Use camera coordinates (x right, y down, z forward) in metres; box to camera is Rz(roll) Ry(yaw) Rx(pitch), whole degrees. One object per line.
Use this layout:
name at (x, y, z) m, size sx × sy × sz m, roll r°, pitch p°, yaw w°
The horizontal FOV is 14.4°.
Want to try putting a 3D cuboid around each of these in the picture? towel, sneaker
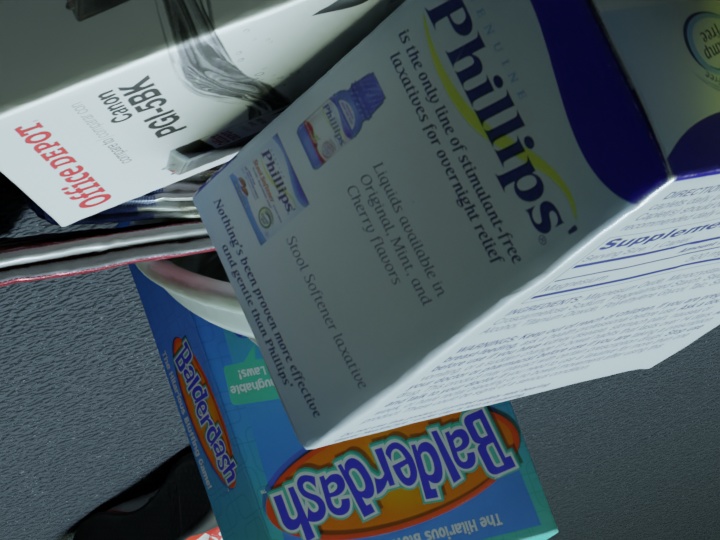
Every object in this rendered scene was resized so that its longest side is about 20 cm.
towel at (-0.160, 0.001, 1.163) m, size 0.144 × 0.023 × 0.200 m, roll -11°, pitch -176°, yaw -33°
sneaker at (-0.107, 0.171, 1.916) m, size 0.108 × 0.067 × 0.201 m, roll -5°, pitch 157°, yaw -39°
towel at (-0.036, -0.038, 1.175) m, size 0.200 × 0.024 × 0.147 m, roll -4°, pitch -177°, yaw -10°

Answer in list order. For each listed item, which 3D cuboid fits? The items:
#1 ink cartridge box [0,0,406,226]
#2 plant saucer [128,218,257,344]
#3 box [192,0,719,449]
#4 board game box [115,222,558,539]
ink cartridge box at (-0.040, -0.098, 0.960) m, size 0.200 × 0.083 × 0.147 m, roll -21°, pitch 166°, yaw 4°
plant saucer at (0.000, 0.000, 1.229) m, size 0.200 × 0.050 × 0.200 m, roll -1°, pitch -161°, yaw 0°
box at (0.079, -0.038, 0.967) m, size 0.184 × 0.105 × 0.200 m, roll -11°, pitch 160°, yaw -44°
board game box at (-0.011, 0.051, 1.323) m, size 0.152 × 0.200 × 0.045 m, roll -11°, pitch 164°, yaw -33°
